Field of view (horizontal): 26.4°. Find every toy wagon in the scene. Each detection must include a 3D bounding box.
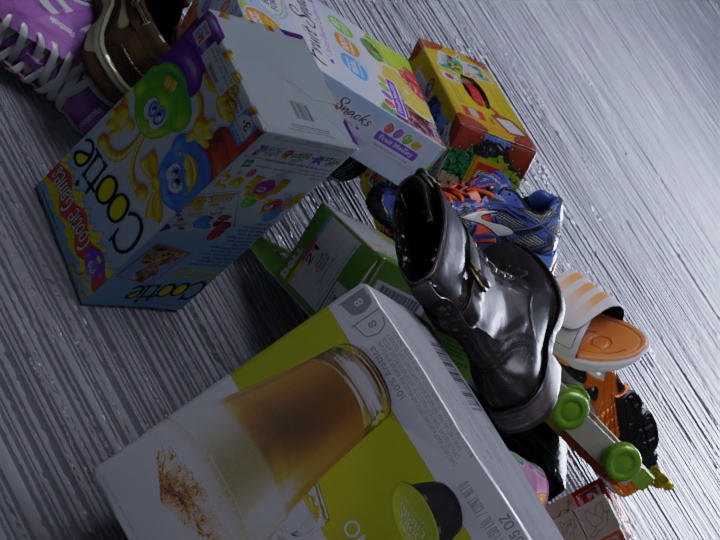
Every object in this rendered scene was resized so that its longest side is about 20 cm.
[{"bbox_3d":[0.192,0.133,1.320,0.200,0.040,0.155,44,5,-18],"label":"toy wagon"}]

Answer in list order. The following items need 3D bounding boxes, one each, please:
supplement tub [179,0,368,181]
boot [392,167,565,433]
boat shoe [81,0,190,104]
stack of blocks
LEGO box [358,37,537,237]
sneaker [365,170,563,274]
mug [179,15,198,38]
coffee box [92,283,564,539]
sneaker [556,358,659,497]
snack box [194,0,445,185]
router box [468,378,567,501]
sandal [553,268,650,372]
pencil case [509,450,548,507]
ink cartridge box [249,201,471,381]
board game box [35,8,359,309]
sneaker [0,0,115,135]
[{"bbox_3d":[-0.059,-0.180,1.378,0.199,0.122,0.123,37,31,-28],"label":"supplement tub"},{"bbox_3d":[0.077,-0.003,1.058,0.175,0.069,0.201,55,20,-32],"label":"boot"},{"bbox_3d":[-0.160,-0.202,1.182,0.075,0.074,0.203,50,21,-35],"label":"boat shoe"},{"bbox_3d":[0.201,0.237,1.271,0.116,0.058,0.200,64,7,21],"label":"stack of blocks"},{"bbox_3d":[0.072,-0.098,1.393,0.076,0.150,0.201,18,24,-19],"label":"LEGO box"},{"bbox_3d":[0.088,-0.049,1.266,0.198,0.079,0.075,11,15,-37],"label":"sneaker"},{"bbox_3d":[-0.111,-0.127,1.232,0.184,0.114,0.153,24,29,-39],"label":"mug"},{"bbox_3d":[-0.005,0.154,0.925,0.201,0.197,0.200,58,6,13],"label":"coffee box"},{"bbox_3d":[0.223,0.125,1.503,0.075,0.092,0.202,-27,102,-20],"label":"sneaker"},{"bbox_3d":[-0.034,-0.160,1.196,0.199,0.053,0.143,29,24,-30],"label":"snack box"},{"bbox_3d":[0.104,0.100,1.369,0.200,0.051,0.150,44,27,-15],"label":"router box"},{"bbox_3d":[0.169,0.026,1.412,0.205,0.060,0.079,26,43,28],"label":"sandal"},{"bbox_3d":[0.058,0.144,1.211,0.199,0.087,0.088,36,31,-25],"label":"pencil case"},{"bbox_3d":[0.000,0.000,1.225,0.147,0.076,0.200,26,12,-39],"label":"ink cartridge box"},{"bbox_3d":[-0.117,-0.072,1.074,0.104,0.200,0.104,6,51,-53],"label":"board game box"},{"bbox_3d":[-0.233,-0.160,1.146,0.200,0.072,0.115,1,58,-56],"label":"sneaker"}]
